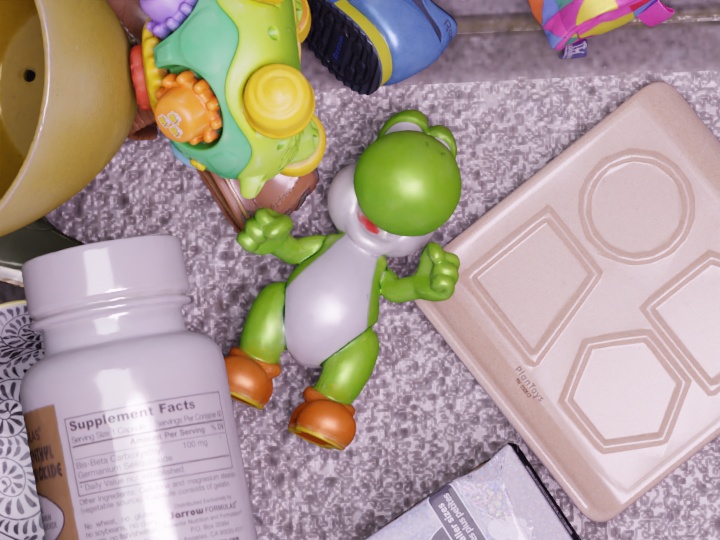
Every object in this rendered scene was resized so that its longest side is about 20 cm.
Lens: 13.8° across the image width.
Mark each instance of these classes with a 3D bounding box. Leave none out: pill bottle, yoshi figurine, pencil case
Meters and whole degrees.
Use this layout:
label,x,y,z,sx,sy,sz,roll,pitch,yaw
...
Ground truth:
label,x,y,z,sx,sy,sz,roll,pitch,yaw
pill bottle,-0.124,0.087,1.612,0.114,0.114,0.200,-11,85,4
yoshi figurine,-0.003,-0.004,1.686,0.112,0.112,0.200,19,78,45
pencil case,0.105,-0.223,1.727,0.088,0.088,0.200,-28,86,3

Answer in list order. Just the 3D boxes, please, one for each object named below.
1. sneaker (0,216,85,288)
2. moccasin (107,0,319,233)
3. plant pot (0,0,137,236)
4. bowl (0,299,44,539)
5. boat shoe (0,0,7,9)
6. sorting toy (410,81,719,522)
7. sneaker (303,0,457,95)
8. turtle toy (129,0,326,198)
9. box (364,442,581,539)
label,x,y,z,sx,sy,sz,roll,pitch,yaw
sneaker,-0.238,-0.048,1.749,0.200,0.067,0.090,16,92,9
moccasin,-0.115,-0.100,1.745,0.078,0.074,0.201,-42,93,-9
plant pot,-0.207,-0.106,1.665,0.200,0.142,0.200,0,90,33
bowl,-0.175,0.119,1.719,0.200,0.094,0.201,0,86,4
boat shoe,-0.290,-0.178,1.761,0.200,0.072,0.076,1,86,5
sorting toy,0.157,0.018,1.730,0.200,0.036,0.185,-38,84,-3
sneaker,-0.024,-0.192,1.752,0.078,0.066,0.200,-34,74,-28
turtle toy,-0.080,-0.136,1.656,0.101,0.146,0.200,-8,79,1
box,0.093,0.210,1.668,0.115,0.132,0.200,-34,85,2
